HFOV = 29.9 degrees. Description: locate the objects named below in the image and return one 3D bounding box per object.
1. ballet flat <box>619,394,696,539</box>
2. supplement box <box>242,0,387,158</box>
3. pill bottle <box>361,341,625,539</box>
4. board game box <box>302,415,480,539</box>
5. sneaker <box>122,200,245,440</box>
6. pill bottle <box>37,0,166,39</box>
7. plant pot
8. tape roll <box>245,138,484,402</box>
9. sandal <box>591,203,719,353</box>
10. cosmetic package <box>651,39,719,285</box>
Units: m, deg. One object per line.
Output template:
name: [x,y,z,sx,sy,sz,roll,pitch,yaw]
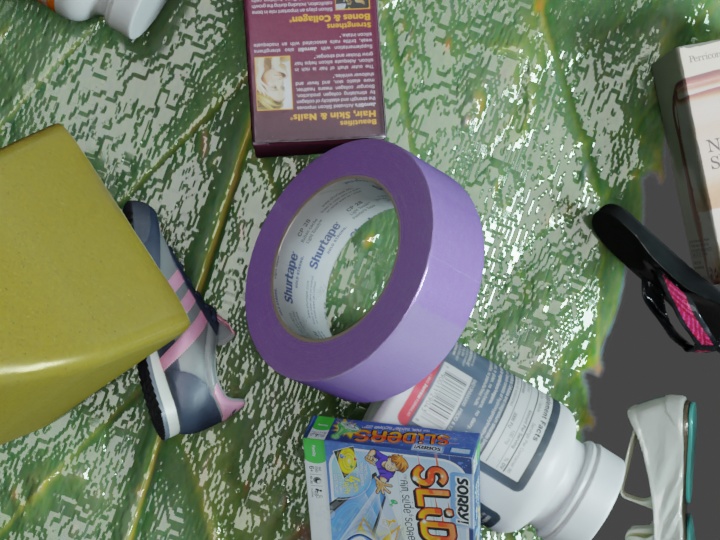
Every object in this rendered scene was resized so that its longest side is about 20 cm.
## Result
ballet flat: [0.253,0.204,1.138,0.069,0.069,0.200,-3,93,-3]
supplement box: [-0.041,-0.199,1.123,0.110,0.086,0.200,-3,88,-3]
pill bottle: [0.107,0.144,1.102,0.200,0.120,0.120,31,87,-1]
board game box: [0.029,0.213,1.074,0.135,0.034,0.200,4,119,14]
sneaker: [-0.151,0.036,1.129,0.082,0.070,0.200,-11,91,-20]
pill bottle: [-0.251,-0.278,1.103,0.200,0.113,0.113,32,87,-1]
plant pot: [-0.291,0.031,1.015,0.194,0.200,0.196,-33,89,25]
tape roll: [0.000,0.000,1.066,0.066,0.200,0.200,27,86,-42]
sandal: [0.265,0.027,1.135,0.200,0.075,0.045,43,71,7]
cosmetic package: [0.321,-0.093,1.135,0.103,0.087,0.200,-13,89,-2]
